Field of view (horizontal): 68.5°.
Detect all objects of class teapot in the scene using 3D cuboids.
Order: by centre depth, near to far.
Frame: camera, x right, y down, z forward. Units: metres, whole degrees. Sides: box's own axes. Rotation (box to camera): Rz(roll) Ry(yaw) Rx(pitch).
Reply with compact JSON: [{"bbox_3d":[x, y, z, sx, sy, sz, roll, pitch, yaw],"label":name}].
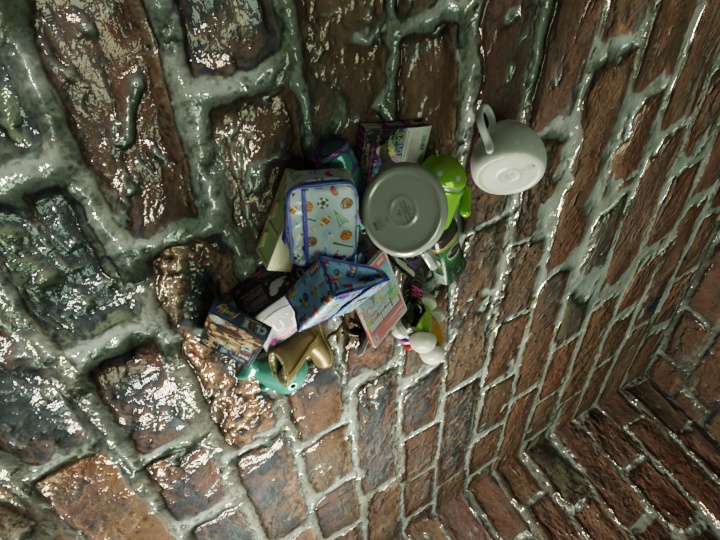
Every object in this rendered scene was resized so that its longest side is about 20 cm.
[{"bbox_3d":[0.098,-0.125,1.108,0.146,0.191,0.207,-37,144,-76],"label":"teapot"},{"bbox_3d":[0.354,-0.295,1.290,0.189,0.152,0.201,3,157,-2],"label":"teapot"}]

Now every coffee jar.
[{"bbox_3d":[0.227,-0.060,1.444,0.104,0.084,0.202,-45,142,-17],"label":"coffee jar"}]

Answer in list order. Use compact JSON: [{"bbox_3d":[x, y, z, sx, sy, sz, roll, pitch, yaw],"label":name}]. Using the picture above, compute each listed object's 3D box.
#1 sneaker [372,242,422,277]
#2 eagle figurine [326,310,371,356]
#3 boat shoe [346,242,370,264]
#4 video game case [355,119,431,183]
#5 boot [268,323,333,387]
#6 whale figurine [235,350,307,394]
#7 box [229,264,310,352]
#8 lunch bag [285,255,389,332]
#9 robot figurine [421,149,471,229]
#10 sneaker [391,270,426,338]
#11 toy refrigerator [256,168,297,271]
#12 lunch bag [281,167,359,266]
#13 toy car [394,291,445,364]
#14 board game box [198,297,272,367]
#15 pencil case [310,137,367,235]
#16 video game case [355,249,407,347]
[{"bbox_3d":[0.103,-0.064,1.377,0.089,0.075,0.199,-56,143,-3],"label":"sneaker"},{"bbox_3d":[0.020,0.142,1.433,0.195,0.149,0.158,0,92,-41],"label":"eagle figurine"},{"bbox_3d":[0.000,0.000,1.342,0.066,0.087,0.203,-6,146,-9],"label":"boat shoe"},{"bbox_3d":[0.063,-0.237,1.206,0.176,0.036,0.205,-13,132,-28],"label":"video game case"},{"bbox_3d":[-0.148,0.222,1.327,0.201,0.064,0.181,-52,129,-55],"label":"boot"},{"bbox_3d":[-0.223,0.263,1.376,0.195,0.104,0.162,9,121,-43],"label":"whale figurine"},{"bbox_3d":[-0.179,0.067,1.229,0.196,0.115,0.134,-33,139,-7],"label":"box"},{"bbox_3d":[-0.039,0.046,1.147,0.196,0.097,0.150,-4,151,-44],"label":"lunch bag"},{"bbox_3d":[0.176,-0.176,1.232,0.169,0.117,0.205,10,122,-14],"label":"robot figurine"},{"bbox_3d":[0.147,0.087,1.454,0.072,0.087,0.205,30,64,-20],"label":"sneaker"},{"bbox_3d":[-0.156,-0.104,1.126,0.068,0.076,0.204,4,124,-38],"label":"toy refrigerator"},{"bbox_3d":[-0.082,-0.100,1.060,0.154,0.077,0.205,-8,130,-13],"label":"lunch bag"},{"bbox_3d":[0.171,0.176,1.584,0.145,0.181,0.201,-10,147,24],"label":"toy car"},{"bbox_3d":[-0.278,0.142,1.161,0.132,0.035,0.200,28,147,-8],"label":"board game box"},{"bbox_3d":[-0.032,-0.176,1.123,0.091,0.085,0.204,-35,128,-14],"label":"pencil case"},{"bbox_3d":[0.044,0.071,1.315,0.143,0.017,0.204,-45,130,-28],"label":"video game case"}]
